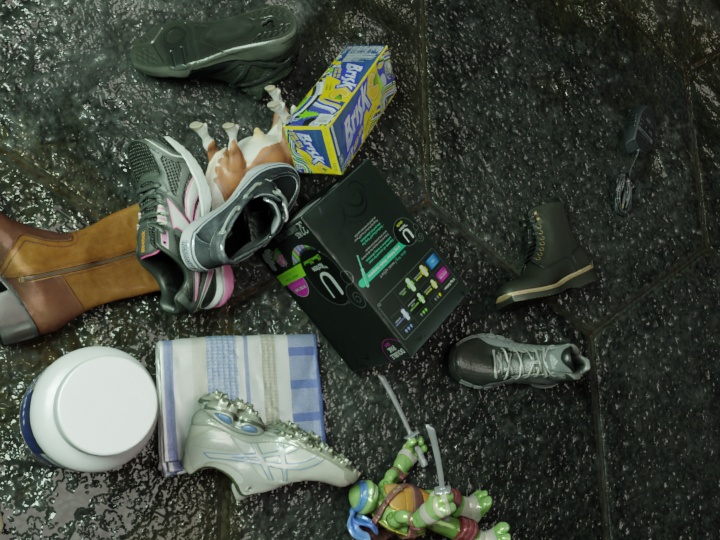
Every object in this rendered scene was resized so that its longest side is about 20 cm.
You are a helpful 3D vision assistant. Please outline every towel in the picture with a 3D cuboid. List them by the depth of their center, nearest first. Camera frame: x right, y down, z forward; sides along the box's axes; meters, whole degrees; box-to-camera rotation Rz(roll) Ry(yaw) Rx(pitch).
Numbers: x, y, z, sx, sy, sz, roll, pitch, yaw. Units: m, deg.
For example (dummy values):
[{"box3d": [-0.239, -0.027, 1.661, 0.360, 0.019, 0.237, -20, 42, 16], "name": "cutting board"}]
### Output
[{"box3d": [-0.135, 0.148, 0.880, 0.198, 0.024, 0.148, -1, 79, -29], "name": "towel"}]

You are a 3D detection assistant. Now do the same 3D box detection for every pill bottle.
[{"box3d": [-0.252, 0.130, 0.718, 0.110, 0.200, 0.112, 7, 75, -27], "name": "pill bottle"}]

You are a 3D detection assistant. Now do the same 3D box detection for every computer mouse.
[{"box3d": [0.443, -0.183, 1.271, 0.058, 0.034, 0.201, 34, 69, -36], "name": "computer mouse"}]

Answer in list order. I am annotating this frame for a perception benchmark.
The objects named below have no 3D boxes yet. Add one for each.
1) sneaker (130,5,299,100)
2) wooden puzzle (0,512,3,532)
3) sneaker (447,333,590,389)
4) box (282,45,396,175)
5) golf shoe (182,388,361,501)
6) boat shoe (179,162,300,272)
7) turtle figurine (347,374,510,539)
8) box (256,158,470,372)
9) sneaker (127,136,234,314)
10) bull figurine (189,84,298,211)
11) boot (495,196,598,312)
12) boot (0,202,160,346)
[{"box3d": [-0.168, -0.247, 0.926, 0.198, 0.114, 0.077, -12, 66, -2], "name": "sneaker"}, {"box3d": [-0.453, 0.198, 0.693, 0.199, 0.037, 0.186, -22, 89, -35], "name": "wooden puzzle"}, {"box3d": [0.222, 0.117, 1.028, 0.198, 0.115, 0.076, 5, 76, -28], "name": "sneaker"}, {"box3d": [-0.021, -0.202, 0.955, 0.201, 0.064, 0.070, -61, 146, -42], "name": "box"}, {"box3d": [-0.099, 0.209, 0.843, 0.199, 0.078, 0.098, 27, 83, -15], "name": "golf shoe"}, {"box3d": [-0.109, -0.063, 0.833, 0.200, 0.067, 0.072, -45, 125, -50], "name": "boat shoe"}, {"box3d": [0.095, 0.251, 0.914, 0.193, 0.144, 0.201, 28, 70, -24], "name": "turtle figurine"}, {"box3d": [0.000, 0.000, 0.915, 0.124, 0.148, 0.200, -44, 101, -30], "name": "box"}, {"box3d": [-0.202, -0.046, 0.815, 0.086, 0.080, 0.201, -28, 96, -55], "name": "sneaker"}, {"box3d": [-0.135, -0.129, 0.908, 0.200, 0.065, 0.122, -41, 138, -37], "name": "bull figurine"}, {"box3d": [0.245, -0.025, 1.105, 0.199, 0.077, 0.139, -14, 81, -43], "name": "boot"}, {"box3d": [-0.305, -0.041, 0.806, 0.199, 0.068, 0.190, -24, 90, -31], "name": "boot"}]
